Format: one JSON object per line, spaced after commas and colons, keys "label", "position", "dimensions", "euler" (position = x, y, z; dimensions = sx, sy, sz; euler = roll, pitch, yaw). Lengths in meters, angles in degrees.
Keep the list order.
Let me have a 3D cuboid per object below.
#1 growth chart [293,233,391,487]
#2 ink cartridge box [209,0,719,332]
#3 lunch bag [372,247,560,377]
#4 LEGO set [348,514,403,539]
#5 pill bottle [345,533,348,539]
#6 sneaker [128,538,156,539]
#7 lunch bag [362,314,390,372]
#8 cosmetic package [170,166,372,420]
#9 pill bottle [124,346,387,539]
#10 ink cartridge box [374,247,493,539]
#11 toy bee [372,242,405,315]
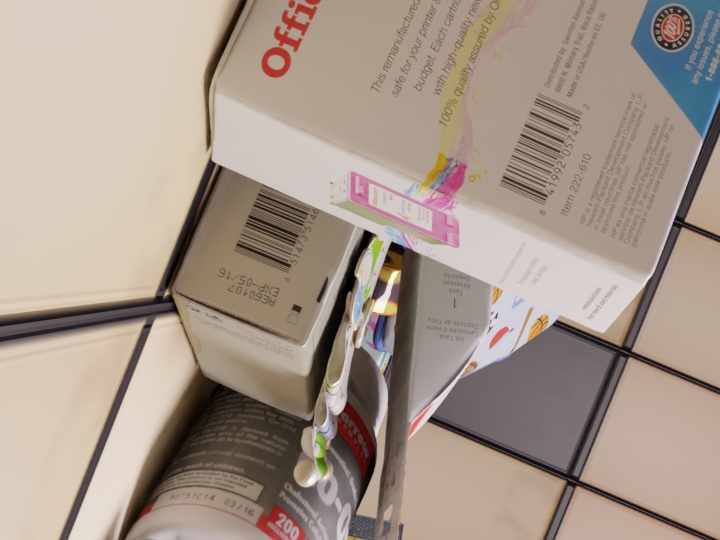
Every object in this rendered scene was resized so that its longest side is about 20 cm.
{"label": "growth chart", "position": [0.001, 0.021, 0.913], "dimensions": [0.145, 0.018, 0.202], "euler": [2, 106, -86]}
{"label": "ink cartridge box", "position": [0.049, -0.085, 0.766], "dimensions": [0.085, 0.198, 0.146], "euler": [112, 3, -72]}
{"label": "lunch bag", "position": [0.102, -0.011, 1.288], "dimensions": [0.199, 0.075, 0.161], "euler": [-31, 147, -39]}
{"label": "LEGO set", "position": [-0.047, 0.278, 1.547], "dimensions": [0.116, 0.198, 0.155], "euler": [108, -15, -59]}
{"label": "pill bottle", "position": [-0.074, 0.190, 1.155], "dimensions": [0.113, 0.112, 0.201], "euler": [106, 8, -55]}
{"label": "sneaker", "position": [-0.142, 0.263, 0.920], "dimensions": [0.147, 0.076, 0.203], "euler": [103, 8, -47]}
{"label": "lunch bag", "position": [-0.022, 0.089, 1.471], "dimensions": [0.160, 0.076, 0.202], "euler": [-66, 178, -83]}
{"label": "cosmetic package", "position": [-0.040, 0.003, 0.912], "dimensions": [0.200, 0.072, 0.104], "euler": [97, 15, -75]}
{"label": "pill bottle", "position": [-0.055, 0.126, 1.047], "dimensions": [0.201, 0.113, 0.115], "euler": [-62, 173, -51]}
{"label": "ink cartridge box", "position": [0.042, 0.070, 1.018], "dimensions": [0.161, 0.050, 0.202], "euler": [107, -12, -77]}
{"label": "toy bee", "position": [0.000, 0.000, 1.163], "dimensions": [0.201, 0.108, 0.132], "euler": [-63, 175, -48]}
